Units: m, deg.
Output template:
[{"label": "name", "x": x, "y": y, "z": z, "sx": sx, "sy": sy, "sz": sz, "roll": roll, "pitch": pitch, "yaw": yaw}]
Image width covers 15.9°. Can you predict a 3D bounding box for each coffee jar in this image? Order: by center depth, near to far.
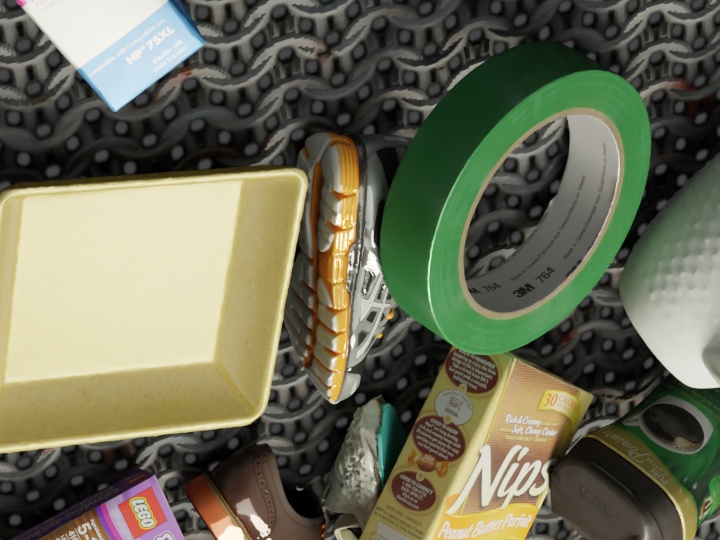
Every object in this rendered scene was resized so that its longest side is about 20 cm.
[{"label": "coffee jar", "x": 0.229, "y": 0.124, "z": 1.803, "sx": 0.200, "sy": 0.104, "sz": 0.086, "roll": -36, "pitch": 144, "yaw": -25}]

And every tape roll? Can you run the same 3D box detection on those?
[{"label": "tape roll", "x": 0.100, "y": -0.045, "z": 1.641, "sx": 0.200, "sy": 0.048, "sz": 0.201, "roll": -29, "pitch": 136, "yaw": -32}]

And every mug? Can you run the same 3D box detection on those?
[{"label": "mug", "x": 0.270, "y": 0.008, "z": 1.710, "sx": 0.175, "sy": 0.200, "sz": 0.148, "roll": -38, "pitch": 123, "yaw": 18}]

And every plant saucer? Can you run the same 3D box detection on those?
[{"label": "plant saucer", "x": -0.145, "y": 0.013, "z": 1.609, "sx": 0.199, "sy": 0.049, "sz": 0.201, "roll": -5, "pitch": 128, "yaw": -23}]

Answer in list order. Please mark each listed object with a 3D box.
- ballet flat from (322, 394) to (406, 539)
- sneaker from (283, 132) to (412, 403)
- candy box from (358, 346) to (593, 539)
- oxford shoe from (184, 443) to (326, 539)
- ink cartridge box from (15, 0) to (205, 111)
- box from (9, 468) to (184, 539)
[{"label": "ballet flat", "x": 0.008, "y": 0.171, "z": 1.801, "sx": 0.071, "sy": 0.072, "sz": 0.201, "roll": -24, "pitch": 130, "yaw": -8}, {"label": "sneaker", "x": 0.000, "y": 0.000, "z": 1.654, "sx": 0.077, "sy": 0.078, "sz": 0.201, "roll": -12, "pitch": 130, "yaw": -27}, {"label": "candy box", "x": 0.071, "y": 0.152, "z": 1.761, "sx": 0.115, "sy": 0.055, "sz": 0.201, "roll": 25, "pitch": 91, "yaw": -54}, {"label": "oxford shoe", "x": -0.045, "y": 0.198, "z": 1.789, "sx": 0.072, "sy": 0.071, "sz": 0.200, "roll": -36, "pitch": 133, "yaw": -3}, {"label": "ink cartridge box", "x": -0.175, "y": -0.194, "z": 1.385, "sx": 0.067, "sy": 0.116, "sz": 0.200, "roll": -35, "pitch": 133, "yaw": 4}, {"label": "box", "x": -0.160, "y": 0.252, "z": 1.715, "sx": 0.136, "sy": 0.039, "sz": 0.201, "roll": -28, "pitch": 103, "yaw": -19}]
